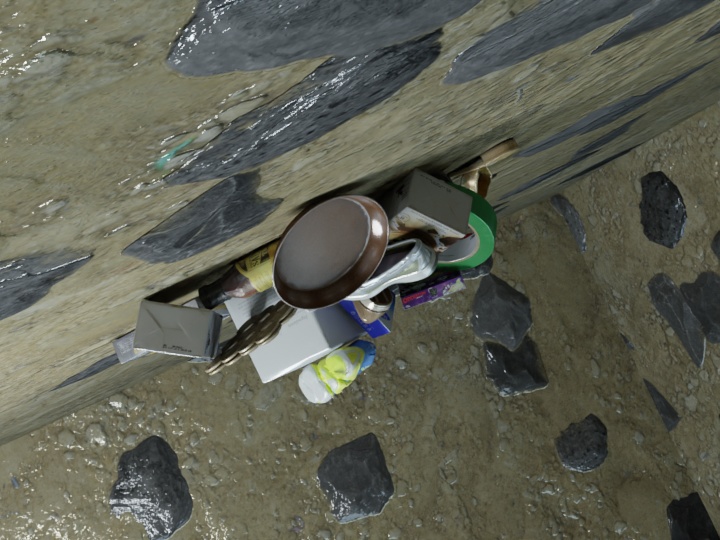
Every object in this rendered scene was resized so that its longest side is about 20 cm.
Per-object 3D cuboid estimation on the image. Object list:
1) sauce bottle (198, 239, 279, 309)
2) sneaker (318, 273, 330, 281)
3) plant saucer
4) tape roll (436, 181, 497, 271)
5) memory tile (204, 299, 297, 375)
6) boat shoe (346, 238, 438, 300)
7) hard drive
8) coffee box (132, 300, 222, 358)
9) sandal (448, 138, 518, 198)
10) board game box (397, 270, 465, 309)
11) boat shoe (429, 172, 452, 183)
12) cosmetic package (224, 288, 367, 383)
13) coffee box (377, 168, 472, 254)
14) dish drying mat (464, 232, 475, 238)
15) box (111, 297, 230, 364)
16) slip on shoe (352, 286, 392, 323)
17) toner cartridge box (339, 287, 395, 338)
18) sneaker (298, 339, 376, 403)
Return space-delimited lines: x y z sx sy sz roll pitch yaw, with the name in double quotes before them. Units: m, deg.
"sauce bottle" -0.171 0.005 1.640 0.199 0.066 0.066 -27 176 8
"sneaker" -0.044 -0.062 1.605 0.070 0.076 0.200 -18 -156 34
"plant saucer" -0.048 -0.032 1.482 0.199 0.034 0.201 -21 134 -24
"tape roll" 0.137 -0.075 1.756 0.200 0.200 0.048 -29 -141 47
"memory tile" -0.168 0.099 1.675 0.200 0.017 0.153 -31 -164 43
"boat shoe" 0.027 -0.006 1.632 0.201 0.075 0.065 -14 142 32
"hard drive" -0.072 0.001 1.644 0.132 0.025 0.200 -35 -157 -14
"coffee box" -0.297 0.100 1.663 0.114 0.080 0.200 9 174 -2
"sandal" 0.216 -0.164 1.851 0.077 0.070 0.211 -22 175 -43
"board game box" 0.129 0.017 1.889 0.119 0.032 0.200 -16 -167 3
"boat shoe" 0.138 -0.135 1.794 0.075 0.061 0.200 11 161 5
"cosmetic package" -0.120 0.070 1.839 0.164 0.201 0.165 -27 175 27
"coffee box" 0.080 -0.071 1.656 0.200 0.113 0.080 -39 -148 54
"dish drying mat" 0.155 -0.029 1.942 0.077 0.018 0.200 -7 -162 47
"box" -0.359 0.110 1.961 0.199 0.049 0.158 -27 177 14
"slip on shoe" 0.000 0.000 1.748 0.076 0.201 0.061 -3 142 -30
"toner cartridge box" -0.011 0.024 1.811 0.043 0.200 0.095 -21 -141 29
"sneaker" -0.033 0.183 1.856 0.105 0.076 0.200 -24 174 -36
